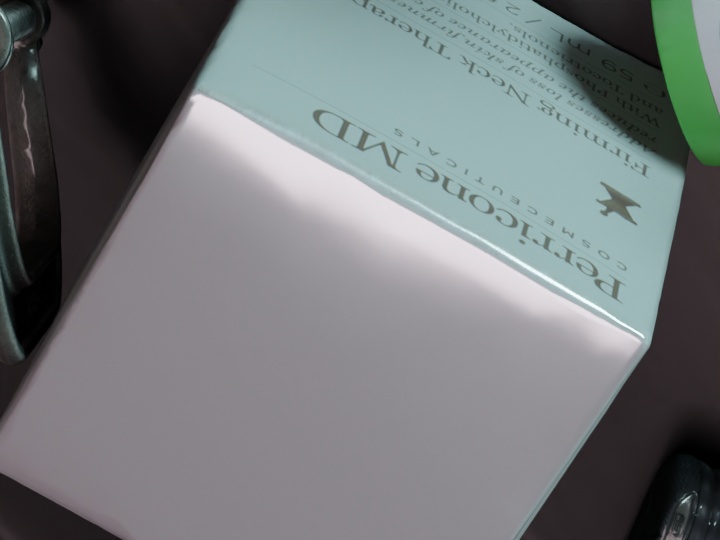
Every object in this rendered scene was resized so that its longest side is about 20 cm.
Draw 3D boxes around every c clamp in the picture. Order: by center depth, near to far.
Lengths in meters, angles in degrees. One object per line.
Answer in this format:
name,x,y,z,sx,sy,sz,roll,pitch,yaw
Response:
c clamp,-0.121,-0.058,0.981,0.027,0.200,0.171,-4,104,0

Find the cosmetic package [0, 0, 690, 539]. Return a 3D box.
cosmetic package,0.000,0.000,1.003,0.167,0.200,0.166,30,119,-5

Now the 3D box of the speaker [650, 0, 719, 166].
speaker,0.203,-0.093,0.979,0.200,0.088,0.088,-13,113,18

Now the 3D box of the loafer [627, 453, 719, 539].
loafer,0.121,0.169,1.138,0.072,0.073,0.200,18,120,-3
